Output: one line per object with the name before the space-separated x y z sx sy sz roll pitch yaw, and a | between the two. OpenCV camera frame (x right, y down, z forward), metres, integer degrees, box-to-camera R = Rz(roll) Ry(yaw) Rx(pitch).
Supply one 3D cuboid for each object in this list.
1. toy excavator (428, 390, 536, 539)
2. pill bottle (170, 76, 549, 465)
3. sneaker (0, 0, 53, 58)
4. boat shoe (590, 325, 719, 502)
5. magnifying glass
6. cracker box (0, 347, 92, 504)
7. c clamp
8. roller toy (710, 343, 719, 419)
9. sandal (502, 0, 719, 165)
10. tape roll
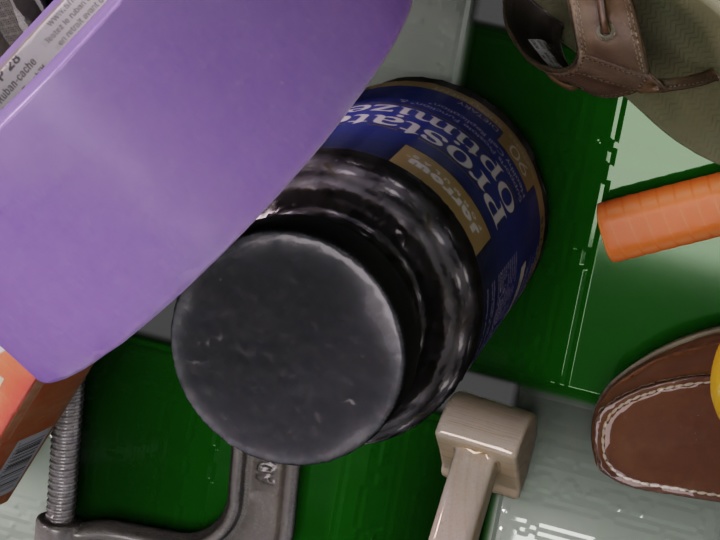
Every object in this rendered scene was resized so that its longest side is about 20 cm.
toy excavator | 0.025 0.177 1.037 0.100 0.195 0.200 17 137 10
pill bottle | 0.000 0.000 0.949 0.111 0.200 0.112 4 107 14
sneaker | -0.165 -0.116 1.039 0.200 0.077 0.084 34 99 -3
boat shoe | 0.186 0.061 0.984 0.199 0.072 0.076 -6 103 17
magnifying glass | 0.190 -0.038 0.984 0.199 0.022 0.080 -15 102 17
cracker box | -0.203 -0.007 1.064 0.200 0.058 0.134 40 112 13
c clamp | -0.106 0.067 1.090 0.170 0.027 0.201 16 109 11
roller toy | 0.235 0.051 0.844 0.182 0.140 0.200 37 132 -19
sandal | 0.080 -0.102 0.962 0.201 0.057 0.080 38 147 8
tape roll | -0.079 -0.061 0.913 0.085 0.200 0.200 43 112 -13
